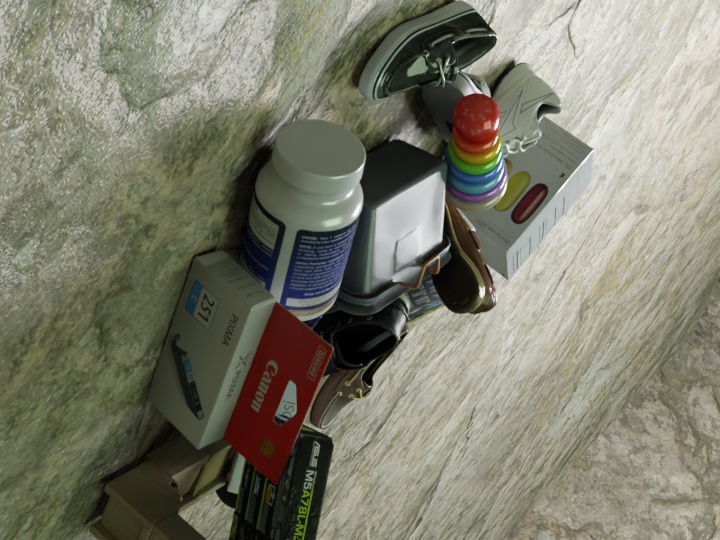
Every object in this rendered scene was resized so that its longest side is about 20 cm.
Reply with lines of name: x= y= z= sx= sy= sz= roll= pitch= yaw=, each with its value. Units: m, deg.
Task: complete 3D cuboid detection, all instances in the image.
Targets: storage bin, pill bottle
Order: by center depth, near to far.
pill bottle: x=-0.061 y=-0.053 z=1.502 sx=0.116 sy=0.116 sz=0.201 roll=-34 pitch=152 yaw=-41
storage bin: x=0.028 y=-0.056 z=1.678 sx=0.200 sy=0.145 sz=0.135 roll=-33 pitch=141 yaw=-43

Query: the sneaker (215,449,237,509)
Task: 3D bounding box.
sneaker: x=-0.127 y=0.214 z=1.867 sx=0.201 sy=0.074 sz=0.087 roll=-60 pitch=174 yaw=23

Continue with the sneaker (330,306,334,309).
sneaker: x=0.000 y=0.000 z=1.803 sx=0.200 sy=0.075 sz=0.089 roll=-25 pitch=159 yaw=-45

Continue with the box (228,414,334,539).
box: x=-0.095 y=0.269 z=1.601 sx=0.193 sy=0.047 sz=0.201 roll=-177 pitch=-82 yaw=-72

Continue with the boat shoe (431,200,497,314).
boat shoe: x=0.113 y=-0.029 z=1.808 sx=0.072 sy=0.201 sz=0.067 roll=-40 pitch=149 yaw=28

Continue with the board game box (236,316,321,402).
board game box: x=-0.122 y=0.087 z=1.637 sx=0.158 sy=0.039 sz=0.200 roll=-44 pitch=-170 yaw=-5

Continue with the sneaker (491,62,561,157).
sneaker: x=0.184 y=-0.184 z=1.868 sx=0.200 sy=0.087 sz=0.075 roll=-48 pitch=160 yaw=-13

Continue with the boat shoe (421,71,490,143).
boat shoe: x=0.128 y=-0.207 z=1.737 sx=0.066 sy=0.072 sz=0.200 roll=-61 pitch=158 yaw=-11

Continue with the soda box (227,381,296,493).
soda box: x=-0.107 y=0.186 z=1.752 sx=0.064 sy=0.068 sz=0.201 roll=-86 pitch=-167 yaw=-60

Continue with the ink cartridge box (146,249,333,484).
ink cartridge box: x=-0.132 y=0.109 z=1.511 sx=0.045 sy=0.176 sz=0.201 roll=-19 pitch=140 yaw=-48

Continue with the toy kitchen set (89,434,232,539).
toy kitchen set: x=-0.197 y=0.322 z=1.700 sx=0.200 sy=0.180 sz=0.164 roll=-27 pitch=148 yaw=-51

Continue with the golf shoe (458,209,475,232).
golf shoe: x=0.100 y=-0.014 z=1.936 sx=0.078 sy=0.097 sz=0.201 roll=-42 pitch=158 yaw=-33

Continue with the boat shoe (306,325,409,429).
boat shoe: x=-0.005 y=0.145 z=2.004 sx=0.201 sy=0.059 sz=0.072 roll=-57 pitch=160 yaw=6

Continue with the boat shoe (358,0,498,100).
boat shoe: x=0.081 y=-0.239 z=1.580 sx=0.200 sy=0.071 sz=0.072 roll=-39 pitch=155 yaw=-34

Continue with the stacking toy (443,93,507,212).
stacking toy: x=0.134 y=-0.147 z=1.679 sx=0.085 sy=0.085 sz=0.200 roll=-48 pitch=162 yaw=-16

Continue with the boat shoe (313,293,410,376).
boat shoe: x=-0.020 y=0.087 z=1.738 sx=0.201 sy=0.074 sz=0.063 roll=-32 pitch=-151 yaw=42

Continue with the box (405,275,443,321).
box: x=0.041 y=0.048 z=1.853 sx=0.161 sy=0.049 sz=0.200 roll=-32 pitch=170 yaw=38

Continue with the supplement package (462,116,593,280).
supplement package: x=0.230 y=-0.107 z=2.044 sx=0.200 sy=0.114 sz=0.110 roll=-50 pitch=160 yaw=-13
